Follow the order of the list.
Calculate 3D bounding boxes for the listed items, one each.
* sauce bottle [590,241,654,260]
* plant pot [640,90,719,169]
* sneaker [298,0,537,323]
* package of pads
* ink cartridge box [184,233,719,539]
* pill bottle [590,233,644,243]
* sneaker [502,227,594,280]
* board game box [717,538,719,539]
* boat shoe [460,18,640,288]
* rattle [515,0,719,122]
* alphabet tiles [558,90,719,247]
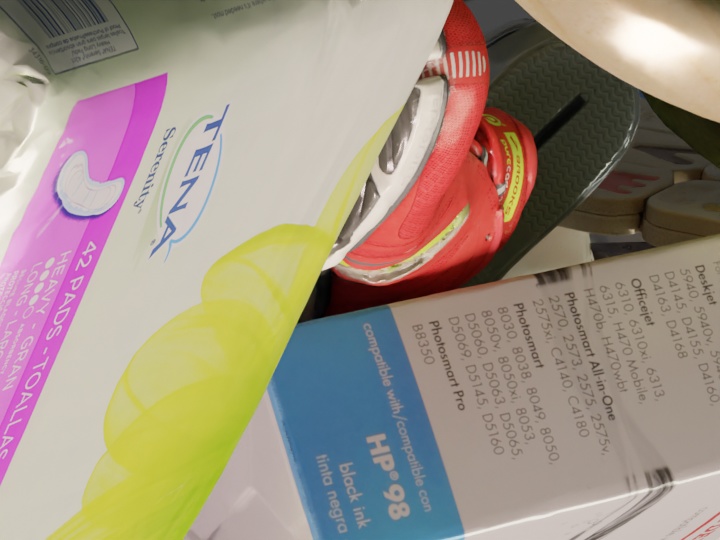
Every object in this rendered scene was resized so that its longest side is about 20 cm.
[{"bbox_3d":[0.076,0.026,1.072,0.200,0.066,0.066,-19,164,-7],"label":"sauce bottle"},{"bbox_3d":[0.157,-0.100,0.800,0.200,0.200,0.184,-39,178,-15],"label":"plant pot"},{"bbox_3d":[0.007,-0.031,0.737,0.085,0.077,0.200,-11,166,-15],"label":"sneaker"},{"bbox_3d":[-0.070,0.006,0.615,0.154,0.068,0.200,-26,149,-53],"label":"package of pads"},{"bbox_3d":[0.052,0.048,0.794,0.200,0.067,0.116,-11,162,-24],"label":"ink cartridge box"},{"bbox_3d":[0.064,0.062,1.162,0.200,0.120,0.120,-42,168,4],"label":"pill bottle"},{"bbox_3d":[0.053,0.002,1.005,0.073,0.085,0.200,-50,171,29],"label":"sneaker"},{"bbox_3d":[0.044,0.113,1.054,0.199,0.041,0.200,-2,136,-3],"label":"board game box"},{"bbox_3d":[0.000,0.000,0.868,0.200,0.074,0.067,-38,-161,-4],"label":"boat shoe"},{"bbox_3d":[0.120,-0.084,0.608,0.143,0.200,0.130,-55,159,20],"label":"rattle"},{"bbox_3d":[0.136,-0.041,0.956,0.200,0.195,0.015,-24,121,-52],"label":"alphabet tiles"}]
